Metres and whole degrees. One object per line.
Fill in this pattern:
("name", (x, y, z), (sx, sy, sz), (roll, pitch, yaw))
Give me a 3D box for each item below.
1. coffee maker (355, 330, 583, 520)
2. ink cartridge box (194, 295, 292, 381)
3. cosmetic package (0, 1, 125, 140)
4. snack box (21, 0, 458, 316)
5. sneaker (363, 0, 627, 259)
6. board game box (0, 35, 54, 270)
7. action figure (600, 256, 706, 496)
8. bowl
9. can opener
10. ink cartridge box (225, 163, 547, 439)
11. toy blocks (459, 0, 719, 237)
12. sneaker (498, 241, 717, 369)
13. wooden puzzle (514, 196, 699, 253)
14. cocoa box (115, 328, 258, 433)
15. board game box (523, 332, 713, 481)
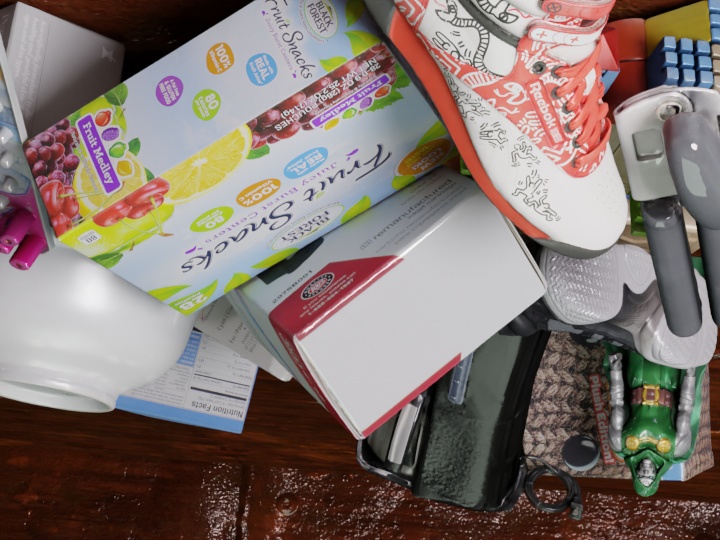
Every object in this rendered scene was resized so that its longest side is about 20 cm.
("coffee maker", (0.105, 0.080, 1.267), (0.190, 0.135, 0.202), (7, 123, -8))
("ink cartridge box", (-0.102, 0.000, 1.211), (0.175, 0.045, 0.200), (30, -164, 2))
("cosmetic package", (-0.239, -0.086, 0.973), (0.090, 0.108, 0.199), (18, 160, -39))
("snack box", (-0.059, -0.068, 0.873), (0.199, 0.068, 0.169), (-29, 158, 8))
("sneaker", (0.090, -0.094, 0.732), (0.107, 0.067, 0.202), (-19, 115, 49))
("board game box", (-0.271, -0.096, 0.844), (0.198, 0.026, 0.201), (20, 145, 15))
("action figure", (0.232, 0.078, 1.236), (0.117, 0.202, 0.055), (1, 165, 17))
("bowl", (-0.201, 0.039, 1.028), (0.199, 0.091, 0.201), (9, 166, 2))
("can opener", (0.174, -0.019, 0.823), (0.053, 0.067, 0.201), (-10, 140, 13))
("ink cartridge box", (0.000, 0.000, 0.972), (0.083, 0.145, 0.200), (56, 171, -25))
("toy blocks", (0.166, -0.093, 0.843), (0.198, 0.101, 0.137), (6, 156, -10))
("sneaker", (0.168, 0.021, 1.133), (0.199, 0.076, 0.113), (22, 163, -40))
("wooden puzzle", (0.156, -0.040, 1.134), (0.183, 0.047, 0.200), (8, 170, -7))
("cocoa box", (-0.186, 0.051, 1.350), (0.132, 0.133, 0.199), (16, 177, -35))
("board game box", (0.197, 0.096, 1.367), (0.198, 0.161, 0.097), (-3, 180, 28))
